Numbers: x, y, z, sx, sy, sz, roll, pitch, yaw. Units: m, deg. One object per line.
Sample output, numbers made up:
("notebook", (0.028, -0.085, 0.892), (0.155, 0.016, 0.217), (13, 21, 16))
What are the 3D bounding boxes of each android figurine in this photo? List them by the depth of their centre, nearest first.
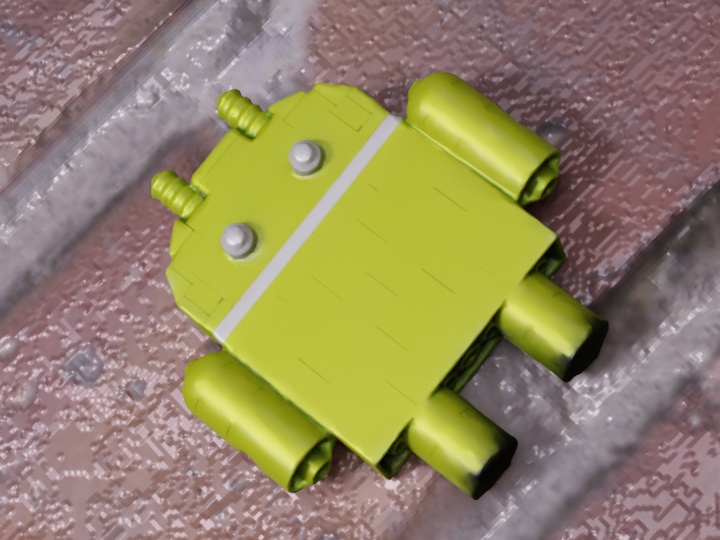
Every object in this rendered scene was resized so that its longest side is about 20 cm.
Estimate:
("android figurine", (0.000, 0.000, 0.857), (0.200, 0.041, 0.182), (39, 85, 19))
